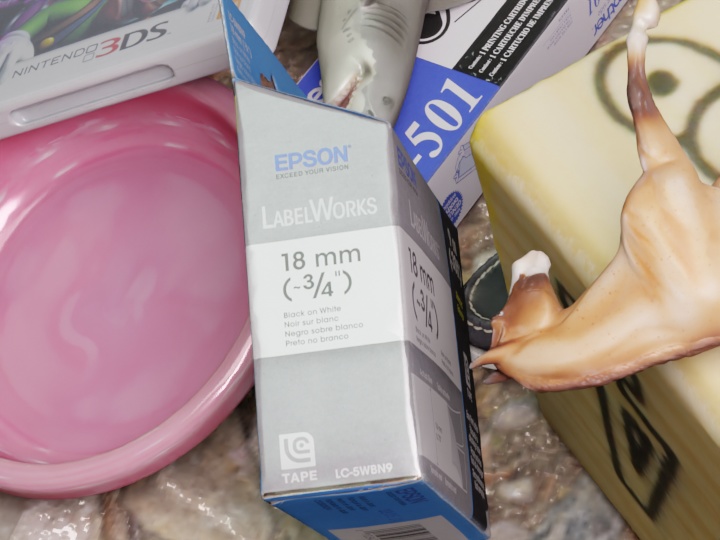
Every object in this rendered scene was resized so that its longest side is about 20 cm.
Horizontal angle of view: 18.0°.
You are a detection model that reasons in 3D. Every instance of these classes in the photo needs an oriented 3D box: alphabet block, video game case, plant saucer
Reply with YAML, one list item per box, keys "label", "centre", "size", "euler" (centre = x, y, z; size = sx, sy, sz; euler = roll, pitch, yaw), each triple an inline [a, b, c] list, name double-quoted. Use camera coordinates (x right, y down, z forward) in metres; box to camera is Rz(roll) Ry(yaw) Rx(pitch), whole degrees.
- label: "alphabet block"
  centre: [0.180, 0.020, 0.827]
  size: [0.195, 0.197, 0.200]
  euler: [-28, 50, -10]
- label: "video game case"
  centre: [-0.097, -0.150, 1.030]
  size: [0.181, 0.023, 0.201]
  euler: [-14, 43, 29]
- label: "plant saucer"
  centre: [-0.111, 0.007, 0.987]
  size: [0.200, 0.051, 0.202]
  euler: [-10, 63, 20]

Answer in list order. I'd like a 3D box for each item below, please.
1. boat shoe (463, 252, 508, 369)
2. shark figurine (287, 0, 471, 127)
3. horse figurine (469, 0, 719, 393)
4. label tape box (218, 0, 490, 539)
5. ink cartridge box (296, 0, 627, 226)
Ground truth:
- label: "boat shoe"
  centre: [0.127, -0.023, 0.963]
  size: [0.199, 0.060, 0.074]
  euler: [-22, 50, -3]
- label: "shark figurine"
  centre: [0.034, -0.161, 1.015]
  size: [0.089, 0.215, 0.128]
  euler: [12, 13, -22]
- label: "horse figurine"
  centre: [0.143, -0.012, 0.700]
  size: [0.199, 0.050, 0.133]
  euler: [12, 69, 16]
- label: "label tape box"
  centre: [0.000, 0.000, 0.884]
  size: [0.063, 0.144, 0.201]
  euler: [-9, 74, 11]
- label: "ink cartridge box"
  centre: [0.037, -0.091, 1.053]
  size: [0.094, 0.044, 0.200]
  euler: [22, 62, 31]
